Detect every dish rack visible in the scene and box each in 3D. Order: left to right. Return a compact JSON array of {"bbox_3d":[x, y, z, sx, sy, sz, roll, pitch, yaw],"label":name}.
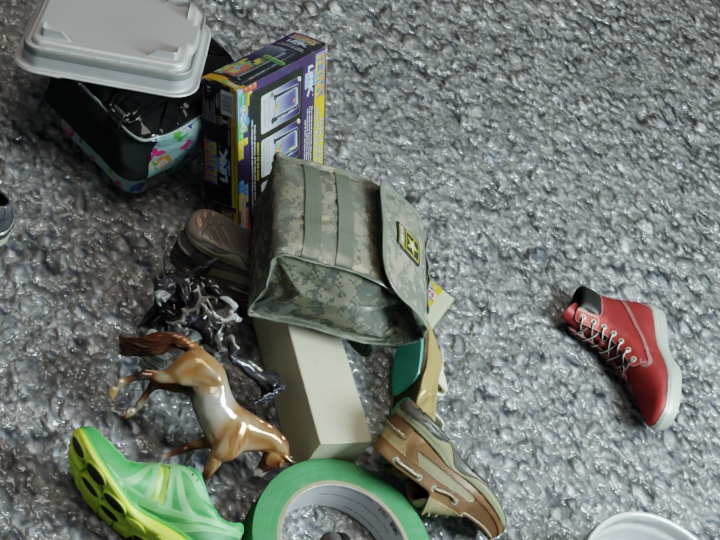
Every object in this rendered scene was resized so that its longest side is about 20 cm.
[{"bbox_3d":[-0.266,-0.263,1.483,0.198,0.044,0.172,10,38,-6],"label":"dish rack"}]

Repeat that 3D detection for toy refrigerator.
[{"bbox_3d":[-0.052,0.117,1.464,0.070,0.076,0.201,1,53,-29],"label":"toy refrigerator"}]

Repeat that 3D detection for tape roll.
[{"bbox_3d":[-0.024,0.288,1.358,0.199,0.048,0.201,16,48,-18],"label":"tape roll"}]

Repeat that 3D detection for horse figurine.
[{"bbox_3d":[-0.165,0.139,1.348,0.132,0.050,0.201,-29,95,-7],"label":"horse figurine"}]

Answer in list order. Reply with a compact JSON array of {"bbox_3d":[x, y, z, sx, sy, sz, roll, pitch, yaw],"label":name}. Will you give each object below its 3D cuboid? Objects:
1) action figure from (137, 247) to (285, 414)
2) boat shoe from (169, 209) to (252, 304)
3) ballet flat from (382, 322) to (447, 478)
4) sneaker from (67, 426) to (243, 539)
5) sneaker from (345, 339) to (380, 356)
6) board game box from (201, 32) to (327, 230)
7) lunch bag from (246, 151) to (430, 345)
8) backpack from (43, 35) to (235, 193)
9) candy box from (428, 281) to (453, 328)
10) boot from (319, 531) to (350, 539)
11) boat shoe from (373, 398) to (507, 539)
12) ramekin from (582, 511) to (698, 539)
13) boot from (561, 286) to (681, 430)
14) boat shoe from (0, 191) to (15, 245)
[{"bbox_3d":[-0.167,0.067,1.411,0.200,0.119,0.102,51,10,6],"label":"action figure"},{"bbox_3d":[-0.130,-0.002,1.521,0.199,0.073,0.075,30,32,-35],"label":"boat shoe"},{"bbox_3d":[0.066,0.148,1.522,0.063,0.069,0.201,29,52,-23],"label":"ballet flat"},{"bbox_3d":[-0.197,0.217,1.299,0.200,0.074,0.084,42,52,-6],"label":"sneaker"},{"bbox_3d":[0.000,0.000,1.557,0.088,0.074,0.201,-12,68,-23],"label":"sneaker"},{"bbox_3d":[-0.109,-0.153,1.567,0.056,0.201,0.165,22,37,27],"label":"board game box"},{"bbox_3d":[-0.013,-0.018,1.453,0.199,0.118,0.165,14,45,-16],"label":"lunch bag"},{"bbox_3d":[-0.240,-0.199,1.559,0.177,0.151,0.200,43,55,14],"label":"backpack"},{"bbox_3d":[0.009,0.008,1.622,0.200,0.026,0.102,38,46,3],"label":"candy box"},{"bbox_3d":[-0.095,0.313,1.224,0.131,0.070,0.201,25,79,-12],"label":"boot"},{"bbox_3d":[0.079,0.220,1.427,0.074,0.076,0.200,-43,119,-7],"label":"boat shoe"},{"bbox_3d":[0.294,0.369,1.436,0.199,0.105,0.201,15,48,-18],"label":"ramekin"},{"bbox_3d":[0.319,0.107,1.695,0.143,0.073,0.201,18,39,-16],"label":"boot"},{"bbox_3d":[-0.429,-0.118,1.447,0.072,0.063,0.200,-22,67,-40],"label":"boat shoe"}]
